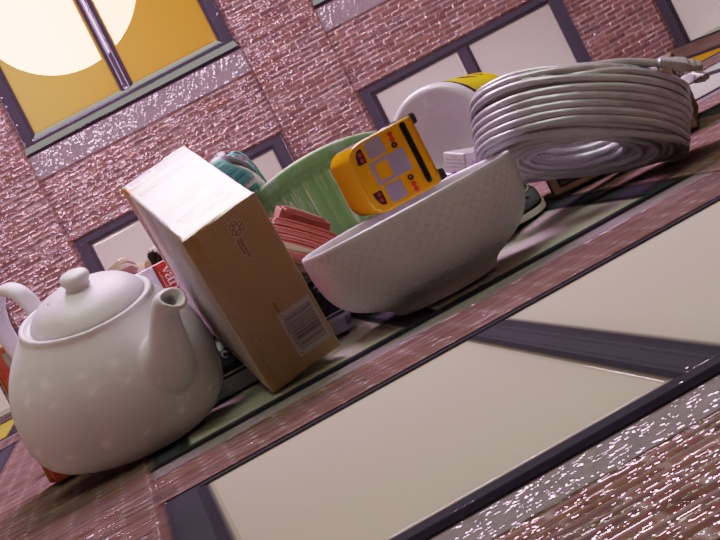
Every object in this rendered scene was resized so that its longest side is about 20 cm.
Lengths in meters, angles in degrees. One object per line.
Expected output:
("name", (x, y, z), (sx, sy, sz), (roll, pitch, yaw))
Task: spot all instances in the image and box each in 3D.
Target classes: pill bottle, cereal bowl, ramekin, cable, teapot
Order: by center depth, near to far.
("cereal bowl", (0.054, -0.020, 1.469), (0.198, 0.084, 0.200), (-27, 4, 2))
("teapot", (-0.220, 0.067, 1.473), (0.198, 0.147, 0.198), (-20, 20, 3))
("cable", (0.194, -0.129, 1.538), (0.197, 0.070, 0.200), (-1, -10, -8))
("ramekin", (-0.020, -0.046, 1.821), (0.198, 0.098, 0.200), (-27, -18, -10))
("pill bottle", (0.116, -0.147, 1.830), (0.114, 0.115, 0.200), (-26, 0, 24))

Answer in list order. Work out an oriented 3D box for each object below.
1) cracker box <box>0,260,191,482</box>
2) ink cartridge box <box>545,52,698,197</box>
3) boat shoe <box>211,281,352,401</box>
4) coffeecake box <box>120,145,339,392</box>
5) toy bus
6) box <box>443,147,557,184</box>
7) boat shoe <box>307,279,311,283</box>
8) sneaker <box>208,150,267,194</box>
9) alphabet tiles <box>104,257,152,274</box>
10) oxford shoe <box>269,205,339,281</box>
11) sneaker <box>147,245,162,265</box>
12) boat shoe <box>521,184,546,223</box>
("cracker box", (-0.229, 0.090, 1.622), (0.199, 0.135, 0.058), (-28, 3, -19))
("ink cartridge box", (0.268, -0.156, 1.835), (0.163, 0.076, 0.200), (-26, 5, 14))
("boat shoe", (-0.104, 0.071, 1.579), (0.198, 0.057, 0.069), (-28, 4, -4))
("coffeecake box", (-0.113, -0.006, 1.468), (0.073, 0.154, 0.200), (-34, 24, -10))
("toy bus", (0.022, -0.090, 1.541), (0.078, 0.066, 0.200), (-29, 4, -5))
("box", (0.172, -0.106, 1.663), (0.198, 0.039, 0.041), (-11, 9, -30))
("boat shoe", (0.000, 0.000, 1.684), (0.062, 0.073, 0.200), (-30, -1, -32))
("sneaker", (-0.137, -0.089, 1.836), (0.077, 0.092, 0.200), (-31, -18, 0))
("alphabet tiles", (-0.243, 0.034, 1.840), (0.195, 0.015, 0.200), (-42, -16, 8))
("oxford shoe", (-0.060, -0.010, 1.608), (0.200, 0.070, 0.075), (-78, 5, -82))
("sneaker", (-0.138, -0.031, 1.671), (0.090, 0.079, 0.200), (-39, 11, -22))
("boat shoe", (0.127, -0.065, 1.704), (0.072, 0.062, 0.200), (-25, 5, 26))
